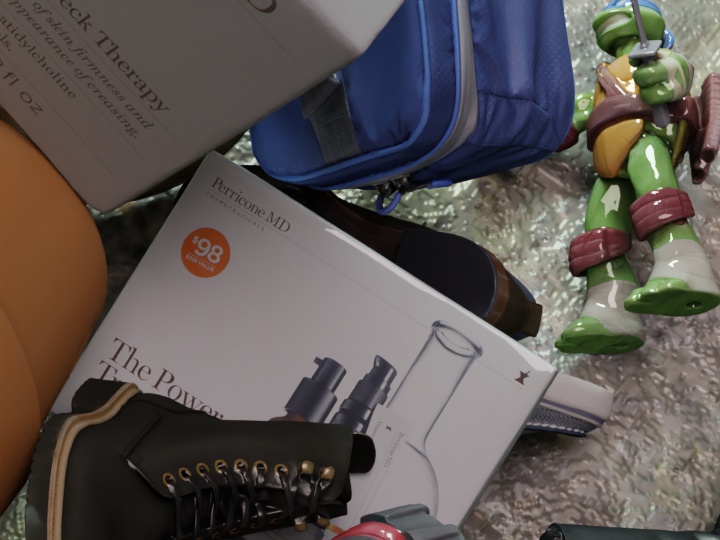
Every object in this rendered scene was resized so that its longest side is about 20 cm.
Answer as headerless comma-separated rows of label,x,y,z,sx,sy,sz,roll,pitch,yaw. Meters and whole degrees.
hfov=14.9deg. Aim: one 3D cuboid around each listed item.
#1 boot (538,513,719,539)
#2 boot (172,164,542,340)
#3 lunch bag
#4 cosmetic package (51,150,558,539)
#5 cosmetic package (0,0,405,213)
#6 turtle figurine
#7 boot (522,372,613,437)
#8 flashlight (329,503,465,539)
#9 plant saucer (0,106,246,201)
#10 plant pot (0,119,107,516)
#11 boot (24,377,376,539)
boot,0.170,0.134,1.388,0.168,0.076,0.201,3,70,-13
boot,0.000,0.000,1.436,0.200,0.097,0.075,20,88,29
lunch bag,0.012,-0.126,1.374,0.132,0.136,0.201,3,76,-44
cosmetic package,-0.027,0.058,1.332,0.200,0.052,0.151,32,89,6
cosmetic package,-0.075,-0.163,1.201,0.167,0.200,0.166,48,49,-13
turtle figurine,0.113,-0.065,1.441,0.144,0.200,0.195,-14,68,21
boot,0.027,0.083,1.401,0.199,0.073,0.091,11,84,-9
flashlight,-0.041,0.155,1.215,0.200,0.068,0.068,-11,34,-41
plant saucer,-0.122,-0.124,1.408,0.200,0.201,0.035,-17,25,-18
plant pot,-0.209,0.016,1.242,0.200,0.200,0.140,35,46,7
boot,-0.069,0.101,1.213,0.138,0.078,0.200,6,22,4
